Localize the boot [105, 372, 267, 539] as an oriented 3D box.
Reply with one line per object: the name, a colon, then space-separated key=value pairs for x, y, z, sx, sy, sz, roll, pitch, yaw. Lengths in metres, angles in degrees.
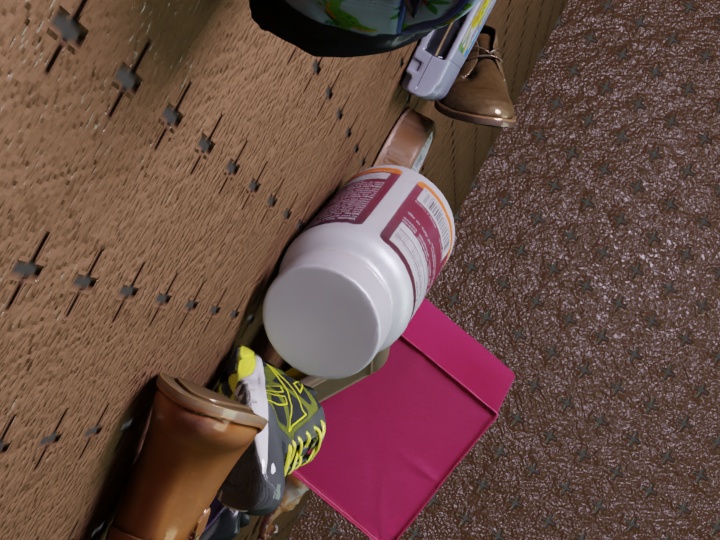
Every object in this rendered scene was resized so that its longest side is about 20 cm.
boot: x=-0.123 y=0.154 z=0.898 sx=0.200 sy=0.073 sz=0.156 roll=111 pitch=3 yaw=-74

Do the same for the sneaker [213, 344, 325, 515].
sneaker: x=-0.061 y=0.117 z=1.039 sx=0.200 sy=0.084 sz=0.075 roll=-105 pitch=-142 yaw=-66

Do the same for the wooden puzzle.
wooden puzzle: x=-0.057 y=0.108 z=1.265 sx=0.199 sy=0.037 sz=0.185 roll=-33 pitch=172 yaw=-5

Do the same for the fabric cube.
fabric cube: x=0.027 y=0.145 z=1.520 sx=0.200 sy=0.196 sz=0.199 roll=-51 pitch=177 yaw=13

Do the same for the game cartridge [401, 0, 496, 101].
game cartridge: x=0.101 y=-0.249 z=1.296 sx=0.201 sy=0.040 sz=0.133 roll=-63 pitch=178 yaw=8

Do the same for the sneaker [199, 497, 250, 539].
sneaker: x=-0.149 y=0.241 z=1.058 sx=0.201 sy=0.087 sz=0.076 roll=-64 pitch=174 yaw=21

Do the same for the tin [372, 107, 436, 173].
tin: x=0.019 y=-0.066 z=1.414 sx=0.201 sy=0.042 sz=0.112 roll=-63 pitch=170 yaw=3

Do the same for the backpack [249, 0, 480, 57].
backpack: x=0.032 y=-0.182 z=0.528 sx=0.164 sy=0.153 sz=0.200 roll=-53 pitch=159 yaw=-21

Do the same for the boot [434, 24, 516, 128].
boot: x=0.112 y=-0.193 z=1.385 sx=0.200 sy=0.073 sz=0.076 roll=-106 pitch=-153 yaw=-65

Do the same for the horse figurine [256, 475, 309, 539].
horse figurine: x=-0.088 y=0.321 z=2.171 sx=0.132 sy=0.050 sz=0.201 roll=-23 pitch=152 yaw=-54

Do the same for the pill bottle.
pill bottle: x=0.000 y=0.000 z=1.145 sx=0.115 sy=0.114 sz=0.200 roll=-65 pitch=174 yaw=30
